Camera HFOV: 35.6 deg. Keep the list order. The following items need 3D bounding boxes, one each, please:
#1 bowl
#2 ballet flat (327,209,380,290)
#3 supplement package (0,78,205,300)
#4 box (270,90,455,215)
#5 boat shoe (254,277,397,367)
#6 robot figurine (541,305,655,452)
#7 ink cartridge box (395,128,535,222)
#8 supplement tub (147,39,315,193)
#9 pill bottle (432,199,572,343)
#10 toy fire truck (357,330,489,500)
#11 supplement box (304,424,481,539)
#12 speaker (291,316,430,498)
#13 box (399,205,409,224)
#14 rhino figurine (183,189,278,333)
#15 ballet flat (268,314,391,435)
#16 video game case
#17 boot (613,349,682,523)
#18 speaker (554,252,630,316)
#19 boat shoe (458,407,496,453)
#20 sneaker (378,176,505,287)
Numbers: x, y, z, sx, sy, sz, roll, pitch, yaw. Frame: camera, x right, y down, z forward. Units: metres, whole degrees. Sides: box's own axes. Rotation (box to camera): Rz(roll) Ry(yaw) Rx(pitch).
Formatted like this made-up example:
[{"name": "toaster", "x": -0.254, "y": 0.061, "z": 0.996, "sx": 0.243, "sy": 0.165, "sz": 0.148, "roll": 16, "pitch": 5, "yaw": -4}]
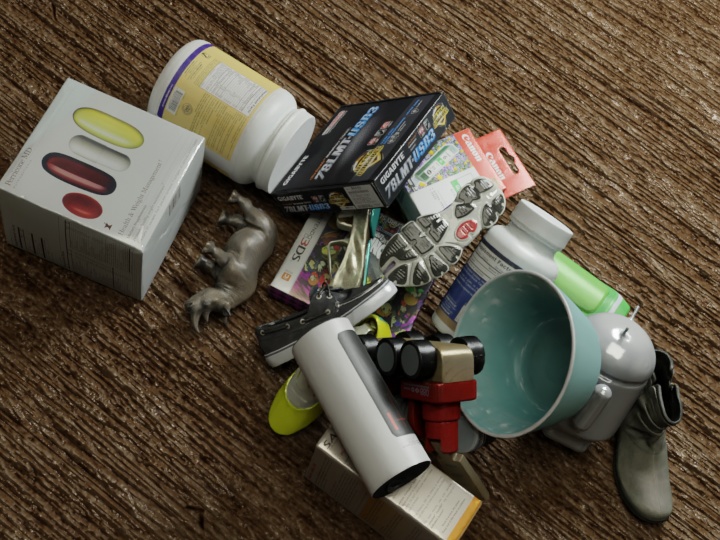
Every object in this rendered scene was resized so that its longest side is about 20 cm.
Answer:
[{"name": "bowl", "x": 0.214, "y": 0.107, "z": 1.368, "sx": 0.104, "sy": 0.200, "sz": 0.203, "roll": 14, "pitch": 56, "yaw": -38}, {"name": "ballet flat", "x": -0.010, "y": -0.048, "z": 1.506, "sx": 0.062, "sy": 0.068, "sz": 0.202, "roll": 8, "pitch": 62, "yaw": 5}, {"name": "supplement package", "x": -0.334, "y": -0.105, "z": 1.466, "sx": 0.198, "sy": 0.147, "sz": 0.192, "roll": 23, "pitch": 61, "yaw": 0}, {"name": "box", "x": 0.003, "y": -0.160, "z": 1.539, "sx": 0.200, "sy": 0.197, "sz": 0.050, "roll": -53, "pitch": 127, "yaw": -32}, {"name": "boat shoe", "x": -0.050, "y": 0.051, "z": 1.435, "sx": 0.067, "sy": 0.199, "sz": 0.070, "roll": 58, "pitch": 21, "yaw": -6}, {"name": "robot figurine", "x": 0.303, "y": 0.137, "z": 1.437, "sx": 0.112, "sy": 0.201, "sz": 0.170, "roll": 24, "pitch": 29, "yaw": 0}, {"name": "ink cartridge box", "x": 0.145, "y": -0.135, "z": 1.570, "sx": 0.199, "sy": 0.050, "sz": 0.110, "roll": -24, "pitch": 71, "yaw": -18}, {"name": "supplement tub", "x": -0.177, "y": -0.211, "z": 1.552, "sx": 0.199, "sy": 0.146, "sz": 0.146, "roll": 32, "pitch": 61, "yaw": 6}, {"name": "pill bottle", "x": 0.189, "y": 0.012, "z": 1.474, "sx": 0.111, "sy": 0.111, "sz": 0.201, "roll": 34, "pitch": 102, "yaw": 8}, {"name": "toy fire truck", "x": 0.078, "y": 0.177, "z": 1.352, "sx": 0.128, "sy": 0.175, "sz": 0.202, "roll": -1, "pitch": 91, "yaw": -34}, {"name": "supplement box", "x": 0.036, "y": 0.263, "z": 1.360, "sx": 0.199, "sy": 0.126, "sz": 0.074, "roll": 36, "pitch": 63, "yaw": 8}, {"name": "speaker", "x": 0.000, "y": 0.158, "z": 1.291, "sx": 0.081, "sy": 0.081, "sz": 0.201, "roll": -22, "pitch": 67, "yaw": -21}, {"name": "box", "x": 0.081, "y": -0.152, "z": 1.627, "sx": 0.074, "sy": 0.050, "sz": 0.202, "roll": -9, "pitch": 65, "yaw": -15}, {"name": "rhino figurine", "x": -0.174, "y": -0.004, "z": 1.494, "sx": 0.087, "sy": 0.060, "sz": 0.201, "roll": 27, "pitch": 64, "yaw": -8}, {"name": "ballet flat", "x": -0.043, "y": 0.125, "z": 1.424, "sx": 0.200, "sy": 0.067, "sz": 0.067, "roll": -40, "pitch": 66, "yaw": -10}, {"name": "video game case", "x": 0.000, "y": 0.000, "z": 1.540, "sx": 0.199, "sy": 0.036, "sz": 0.182, "roll": 27, "pitch": 62, "yaw": 3}, {"name": "boot", "x": 0.376, "y": 0.214, "z": 1.449, "sx": 0.067, "sy": 0.131, "sz": 0.202, "roll": -1, "pitch": 63, "yaw": -12}, {"name": "speaker", "x": 0.271, "y": 0.021, "z": 1.555, "sx": 0.199, "sy": 0.089, "sz": 0.089, "roll": 37, "pitch": 62, "yaw": 9}, {"name": "boat shoe", "x": 0.094, "y": 0.161, "z": 1.449, "sx": 0.199, "sy": 0.074, "sz": 0.068, "roll": 30, "pitch": 20, "yaw": 34}, {"name": "sneaker", "x": 0.108, "y": -0.040, "z": 1.471, "sx": 0.199, "sy": 0.083, "sz": 0.081, "roll": -34, "pitch": 82, "yaw": -19}]
